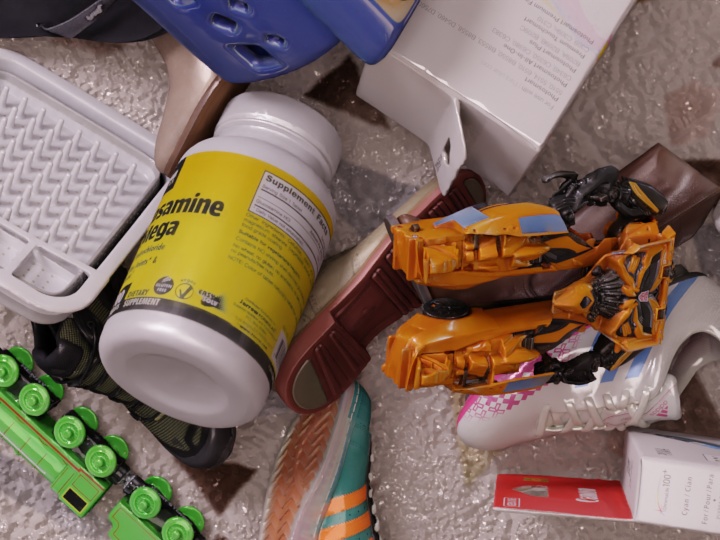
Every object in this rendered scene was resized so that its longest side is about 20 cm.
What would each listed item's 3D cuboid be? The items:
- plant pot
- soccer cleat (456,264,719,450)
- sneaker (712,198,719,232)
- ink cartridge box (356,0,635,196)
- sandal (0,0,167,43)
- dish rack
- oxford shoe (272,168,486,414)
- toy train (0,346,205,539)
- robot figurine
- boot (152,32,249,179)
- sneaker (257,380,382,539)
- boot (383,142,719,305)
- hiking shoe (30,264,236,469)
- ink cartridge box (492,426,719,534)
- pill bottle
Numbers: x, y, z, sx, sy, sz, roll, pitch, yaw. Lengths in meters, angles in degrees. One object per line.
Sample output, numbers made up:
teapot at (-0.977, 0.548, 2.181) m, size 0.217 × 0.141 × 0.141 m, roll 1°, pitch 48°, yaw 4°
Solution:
plant pot at (-0.043, -0.242, 1.319) m, size 0.200 × 0.179 × 0.201 m, roll 43°, pitch 69°, yaw -35°
soccer cleat at (0.158, 0.075, 1.437) m, size 0.199 × 0.070 × 0.087 m, roll -31°, pitch 60°, yaw 3°
sneaker at (0.326, -0.077, 1.440) m, size 0.088 × 0.075 × 0.200 m, roll 41°, pitch 100°, yaw -10°
ink cartridge box at (0.091, -0.153, 1.395) m, size 0.125 × 0.129 × 0.201 m, roll 33°, pitch 78°, yaw 3°
sandal at (-0.187, -0.182, 1.439) m, size 0.199 × 0.043 × 0.077 m, roll -7°, pitch 91°, yaw 31°
dish rack at (-0.221, -0.051, 1.430) m, size 0.171 × 0.200 × 0.044 m, roll 30°, pitch 130°, yaw 2°
oxford shoe at (0.000, 0.000, 1.459) m, size 0.200 × 0.071 × 0.075 m, roll -45°, pitch 46°, yaw -12°
toy train at (-0.188, 0.131, 1.491) m, size 0.200 × 0.042 × 0.056 m, roll 42°, pitch 104°, yaw 2°
robot figurine at (0.111, 0.014, 1.347) m, size 0.198 × 0.058 × 0.146 m, roll -7°, pitch 115°, yaw -24°
boot at (-0.127, -0.182, 1.466) m, size 0.146 × 0.070 × 0.201 m, roll 34°, pitch 88°, yaw 6°
sneaker at (-0.019, 0.173, 1.470) m, size 0.079 × 0.071 × 0.202 m, roll 19°, pitch 81°, yaw -28°
boot at (0.127, -0.032, 1.404) m, size 0.199 × 0.186 × 0.065 m, roll -31°, pitch 60°, yaw 7°
hiking shoe at (-0.168, 0.060, 1.448) m, size 0.200 × 0.100 × 0.076 m, roll 48°, pitch 128°, yaw 8°
ink cartridge box at (0.172, 0.128, 1.382) m, size 0.174 × 0.200 × 0.045 m, roll 6°, pitch 91°, yaw 4°
pill bottle at (-0.082, -0.011, 1.410) m, size 0.112 × 0.113 × 0.201 m, roll 19°, pitch 60°, yaw 3°
